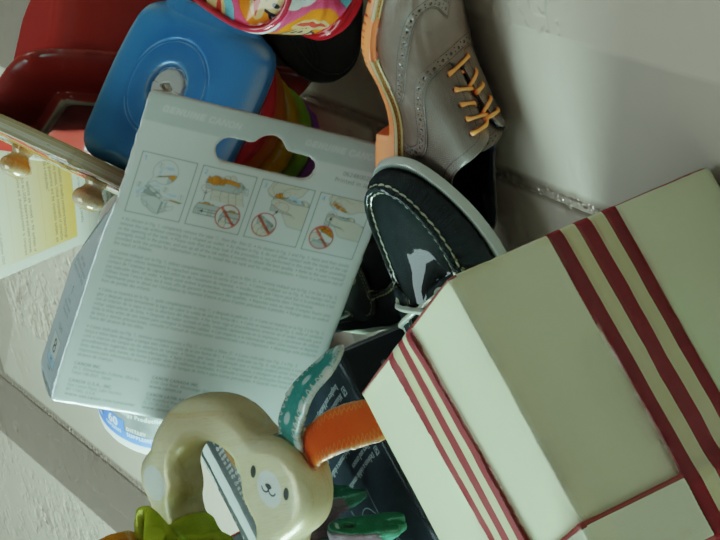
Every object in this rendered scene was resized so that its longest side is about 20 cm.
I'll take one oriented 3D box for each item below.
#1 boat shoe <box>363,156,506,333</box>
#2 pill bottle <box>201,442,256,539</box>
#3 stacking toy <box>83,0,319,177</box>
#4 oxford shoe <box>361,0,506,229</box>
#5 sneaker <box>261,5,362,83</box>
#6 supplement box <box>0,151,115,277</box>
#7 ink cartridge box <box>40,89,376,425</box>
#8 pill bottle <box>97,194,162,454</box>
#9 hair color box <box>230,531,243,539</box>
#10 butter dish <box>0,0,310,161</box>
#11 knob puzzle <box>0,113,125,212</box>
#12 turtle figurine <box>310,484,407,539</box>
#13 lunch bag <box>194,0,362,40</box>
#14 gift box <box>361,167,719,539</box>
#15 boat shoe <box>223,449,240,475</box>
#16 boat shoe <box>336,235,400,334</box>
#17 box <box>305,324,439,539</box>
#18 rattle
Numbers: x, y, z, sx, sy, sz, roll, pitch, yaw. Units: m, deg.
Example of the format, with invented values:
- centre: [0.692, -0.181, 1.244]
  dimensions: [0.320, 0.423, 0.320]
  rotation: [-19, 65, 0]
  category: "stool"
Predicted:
- centre: [0.057, 0.030, 1.238]
  dimensions: [0.201, 0.060, 0.075]
  rotation: [55, 148, -14]
  category: "boat shoe"
- centre: [-0.049, 0.128, 1.541]
  dimensions: [0.201, 0.116, 0.117]
  rotation: [61, 155, 17]
  category: "pill bottle"
- centre: [-0.066, -0.081, 1.378]
  dimensions: [0.116, 0.111, 0.200]
  rotation: [24, 177, 35]
  category: "stacking toy"
- centre: [0.050, -0.105, 1.212]
  dimensions: [0.073, 0.071, 0.201]
  rotation: [28, 144, 31]
  category: "oxford shoe"
- centre: [-0.025, -0.195, 1.266]
  dimensions: [0.079, 0.075, 0.202]
  rotation: [34, 140, 48]
  category: "sneaker"
- centre: [-0.247, -0.080, 1.662]
  dimensions: [0.073, 0.199, 0.127]
  rotation: [40, 144, 39]
  category: "supplement box"
- centre: [-0.084, -0.005, 1.295]
  dimensions: [0.047, 0.159, 0.201]
  rotation: [-123, 49, -59]
  category: "ink cartridge box"
- centre: [-0.150, 0.037, 1.681]
  dimensions: [0.114, 0.113, 0.201]
  rotation: [49, 150, 37]
  category: "pill bottle"
- centre: [-0.044, 0.230, 1.687]
  dimensions: [0.102, 0.061, 0.200]
  rotation: [66, 156, 8]
  category: "hair color box"
- centre: [-0.152, -0.159, 1.478]
  dimensions: [0.199, 0.198, 0.149]
  rotation: [143, 126, -65]
  category: "butter dish"
- centre: [-0.175, -0.056, 1.356]
  dimensions: [0.219, 0.219, 0.031]
  rotation: [21, 85, 59]
  category: "knob puzzle"
- centre: [-0.005, 0.236, 1.300]
  dimensions: [0.149, 0.100, 0.202]
  rotation: [11, 109, 46]
  category: "turtle figurine"
- centre: [-0.053, -0.238, 1.172]
  dimensions: [0.176, 0.082, 0.201]
  rotation: [36, 113, 33]
  category: "lunch bag"
- centre: [0.113, 0.093, 1.076]
  dimensions: [0.188, 0.199, 0.185]
  rotation: [60, 160, 14]
  category: "gift box"
- centre: [-0.077, 0.056, 1.414]
  dimensions: [0.074, 0.075, 0.201]
  rotation: [38, 143, 41]
  category: "boat shoe"
- centre: [0.000, 0.000, 1.368]
  dimensions: [0.200, 0.067, 0.073]
  rotation: [153, 127, -65]
  category: "boat shoe"
- centre: [0.056, 0.145, 1.344]
  dimensions: [0.201, 0.106, 0.149]
  rotation: [61, 155, 16]
  category: "box"
- centre: [-0.088, 0.122, 1.215]
  dimensions: [0.200, 0.142, 0.131]
  rotation: [-31, 62, 51]
  category: "rattle"
